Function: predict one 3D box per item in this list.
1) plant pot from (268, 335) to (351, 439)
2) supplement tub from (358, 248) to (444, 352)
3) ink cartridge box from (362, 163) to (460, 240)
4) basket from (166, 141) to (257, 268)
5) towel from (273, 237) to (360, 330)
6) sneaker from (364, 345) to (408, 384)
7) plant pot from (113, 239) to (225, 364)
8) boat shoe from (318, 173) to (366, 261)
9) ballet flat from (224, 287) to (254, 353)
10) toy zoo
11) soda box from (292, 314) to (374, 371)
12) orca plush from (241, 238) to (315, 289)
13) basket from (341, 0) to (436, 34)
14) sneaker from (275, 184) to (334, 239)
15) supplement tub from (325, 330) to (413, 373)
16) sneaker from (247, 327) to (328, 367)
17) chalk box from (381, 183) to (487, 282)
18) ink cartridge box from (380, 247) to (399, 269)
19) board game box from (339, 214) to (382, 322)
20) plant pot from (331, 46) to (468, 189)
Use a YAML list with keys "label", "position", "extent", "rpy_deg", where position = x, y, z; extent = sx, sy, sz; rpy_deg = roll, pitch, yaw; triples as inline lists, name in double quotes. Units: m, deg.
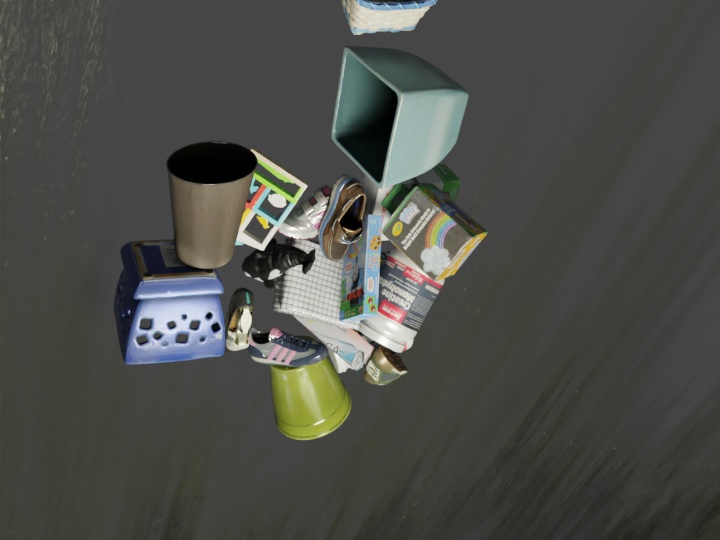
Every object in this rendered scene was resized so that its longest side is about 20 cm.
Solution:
- label: "plant pot"
  position: [-0.138, 0.271, 1.793]
  extent: [0.199, 0.201, 0.194]
  rpy_deg: [-21, 125, -10]
- label: "supplement tub"
  position: [0.087, 0.067, 1.654]
  extent: [0.140, 0.140, 0.201]
  rpy_deg: [27, 93, -42]
- label: "ink cartridge box"
  position: [0.100, -0.150, 1.599]
  extent: [0.198, 0.084, 0.147]
  rpy_deg: [-5, 130, -25]
- label: "basket"
  position: [-0.282, -0.116, 1.368]
  extent: [0.180, 0.136, 0.201]
  rpy_deg: [-31, 146, -44]
- label: "towel"
  position: [-0.086, 0.030, 1.598]
  extent: [0.199, 0.167, 0.085]
  rpy_deg: [17, 165, -31]
- label: "sneaker"
  position: [0.047, 0.234, 1.719]
  extent: [0.090, 0.067, 0.200]
  rpy_deg: [-34, 159, 7]
- label: "plant pot"
  position: [-0.374, 0.049, 1.444]
  extent: [0.198, 0.200, 0.181]
  rpy_deg: [-4, 124, -25]
- label: "boat shoe"
  position: [-0.034, -0.091, 1.481]
  extent: [0.072, 0.072, 0.201]
  rpy_deg: [-13, 134, -28]
- label: "ballet flat"
  position: [-0.278, 0.131, 1.659]
  extent: [0.067, 0.069, 0.201]
  rpy_deg: [-5, 132, -25]
- label: "toy zoo"
  position: [-0.211, -0.128, 1.452]
  extent: [0.131, 0.021, 0.200]
  rpy_deg: [32, 112, -15]
- label: "soda box"
  position: [-0.062, 0.141, 1.689]
  extent: [0.069, 0.200, 0.064]
  rpy_deg: [-49, 171, -6]
- label: "orca plush"
  position: [-0.186, -0.014, 1.507]
  extent: [0.071, 0.199, 0.106]
  rpy_deg: [11, 91, -48]
- label: "basket"
  position: [0.048, -0.489, 1.203]
  extent: [0.175, 0.140, 0.200]
  rpy_deg: [-9, 163, -22]
- label: "sneaker"
  position: [-0.087, -0.133, 1.522]
  extent: [0.199, 0.081, 0.089]
  rpy_deg: [-21, 136, -23]
- label: "supplement tub"
  position: [0.017, 0.156, 1.793]
  extent: [0.198, 0.141, 0.141]
  rpy_deg: [-20, 136, -11]
- label: "sneaker"
  position: [-0.174, 0.172, 1.700]
  extent: [0.198, 0.070, 0.083]
  rpy_deg: [-2, 123, 17]
- label: "chalk box"
  position: [0.135, -0.093, 1.496]
  extent: [0.125, 0.200, 0.124]
  rpy_deg: [-51, 165, 21]
- label: "ink cartridge box"
  position: [0.011, 0.012, 1.733]
  extent: [0.198, 0.039, 0.100]
  rpy_deg: [-13, 134, -21]
- label: "board game box"
  position: [0.000, 0.000, 1.516]
  extent: [0.036, 0.202, 0.151]
  rpy_deg: [8, 168, -18]
- label: "plant pot"
  position: [0.086, -0.301, 1.386]
  extent: [0.199, 0.197, 0.197]
  rpy_deg: [-16, 136, -29]
